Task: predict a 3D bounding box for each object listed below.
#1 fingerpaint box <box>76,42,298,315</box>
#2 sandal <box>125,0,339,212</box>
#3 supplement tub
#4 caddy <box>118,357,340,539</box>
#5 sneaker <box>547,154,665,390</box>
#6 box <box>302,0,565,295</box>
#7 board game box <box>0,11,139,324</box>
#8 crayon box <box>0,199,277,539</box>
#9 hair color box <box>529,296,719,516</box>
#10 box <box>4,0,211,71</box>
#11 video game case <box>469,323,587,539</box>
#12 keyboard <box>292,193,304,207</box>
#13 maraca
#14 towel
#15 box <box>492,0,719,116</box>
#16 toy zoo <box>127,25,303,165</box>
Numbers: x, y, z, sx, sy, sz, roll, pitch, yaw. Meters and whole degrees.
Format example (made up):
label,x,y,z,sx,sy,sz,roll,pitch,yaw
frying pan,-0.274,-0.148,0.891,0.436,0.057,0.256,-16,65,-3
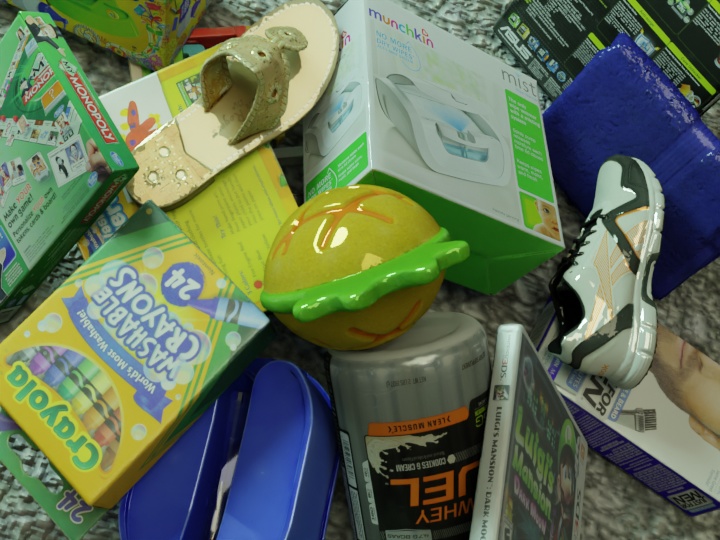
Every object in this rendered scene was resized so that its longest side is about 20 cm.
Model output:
label,x,y,z,sx,sy,sz,roll,pitch,yaw
fingerpaint box,-0.139,-0.044,0.794,0.165,0.073,0.203,-26,87,-10
sandal,-0.087,-0.126,0.739,0.078,0.070,0.212,45,78,-1
supplement tub,0.046,0.141,0.747,0.120,0.122,0.204,-13,101,-18
caddy,-0.091,0.154,0.749,0.139,0.105,0.203,7,68,13
sneaker,0.197,-0.009,0.830,0.079,0.074,0.203,13,64,-7
box,0.055,-0.099,0.832,0.198,0.096,0.179,20,54,-32
board game box,-0.254,-0.068,0.746,0.029,0.199,0.136,-16,70,-55
crayon box,-0.170,0.068,0.701,0.126,0.052,0.200,42,81,12
hair color box,0.234,0.104,0.868,0.198,0.065,0.110,34,65,-2
box,-0.212,-0.299,0.815,0.190,0.201,0.123,24,60,2
video game case,0.129,0.169,0.749,0.023,0.201,0.184,-5,55,26
keyboard,-0.105,-0.035,0.854,0.196,0.040,0.106,0,83,-8
maraca,0.000,0.000,0.672,0.135,0.200,0.109,-24,100,-8
towel,0.253,-0.091,0.905,0.201,0.148,0.049,51,43,8
box,0.237,-0.211,0.910,0.047,0.193,0.201,-32,79,-41
toy zoo,-0.100,-0.153,0.900,0.196,0.020,0.134,-7,72,-16
